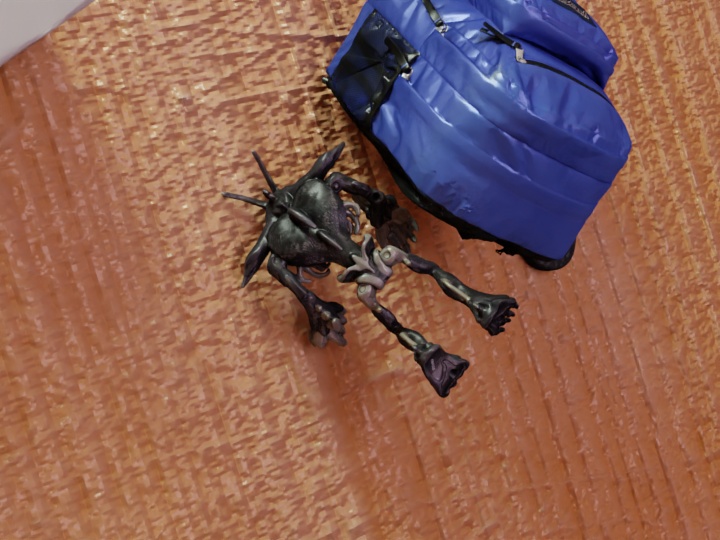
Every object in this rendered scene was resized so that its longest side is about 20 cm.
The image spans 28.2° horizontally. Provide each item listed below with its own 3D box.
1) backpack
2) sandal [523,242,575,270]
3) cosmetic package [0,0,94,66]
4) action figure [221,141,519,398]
[{"bbox_3d":[0.087,-0.117,0.973,0.161,0.169,0.201,16,29,-33],"label":"backpack"},{"bbox_3d":[0.146,-0.102,1.155,0.074,0.045,0.203,6,89,-34],"label":"sandal"},{"bbox_3d":[-0.250,-0.208,0.807,0.101,0.071,0.201,-46,109,-39],"label":"cosmetic package"},{"bbox_3d":[0.000,0.000,0.956,0.199,0.102,0.119,37,82,17],"label":"action figure"}]
